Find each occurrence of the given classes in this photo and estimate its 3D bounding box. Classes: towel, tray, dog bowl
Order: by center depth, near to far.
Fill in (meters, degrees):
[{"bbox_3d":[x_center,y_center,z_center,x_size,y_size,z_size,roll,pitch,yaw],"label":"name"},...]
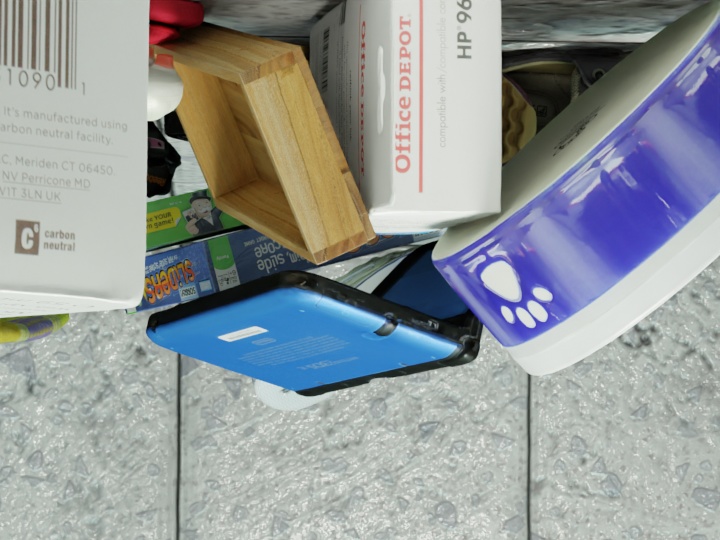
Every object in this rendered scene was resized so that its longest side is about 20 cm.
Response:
[{"bbox_3d":[-0.052,-0.069,1.171,0.037,0.099,0.200,-25,-164,-13],"label":"tray"},{"bbox_3d":[0.133,-0.042,1.172,0.200,0.079,0.200,-42,-174,5],"label":"dog bowl"},{"bbox_3d":[-0.276,0.034,1.483,0.143,0.023,0.200,0,180,10],"label":"towel"}]

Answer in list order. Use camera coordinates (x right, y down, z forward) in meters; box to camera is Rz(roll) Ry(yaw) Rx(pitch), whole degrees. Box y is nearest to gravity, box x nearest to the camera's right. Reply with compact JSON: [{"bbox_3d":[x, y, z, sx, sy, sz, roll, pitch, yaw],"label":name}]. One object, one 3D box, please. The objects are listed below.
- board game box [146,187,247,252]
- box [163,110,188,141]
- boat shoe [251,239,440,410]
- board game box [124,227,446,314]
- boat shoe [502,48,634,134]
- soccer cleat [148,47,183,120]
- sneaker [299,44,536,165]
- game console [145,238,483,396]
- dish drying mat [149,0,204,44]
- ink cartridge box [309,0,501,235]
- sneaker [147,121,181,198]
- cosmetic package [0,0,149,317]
[{"bbox_3d":[-0.064,-0.043,1.457,0.200,0.029,0.135,-14,180,-20],"label":"board game box"},{"bbox_3d":[0.003,-0.100,1.515,0.193,0.048,0.200,-4,175,26],"label":"box"},{"bbox_3d":[0.010,0.020,1.509,0.200,0.062,0.072,-28,134,19],"label":"boat shoe"},{"bbox_3d":[-0.037,-0.017,1.463,0.200,0.035,0.135,-15,-179,-29],"label":"board game box"},{"bbox_3d":[0.139,-0.094,1.354,0.200,0.072,0.065,6,-174,35],"label":"boat shoe"},{"bbox_3d":[-0.159,-0.082,1.208,0.069,0.078,0.200,3,-176,-42],"label":"soccer cleat"},{"bbox_3d":[0.005,-0.096,1.365,0.200,0.075,0.090,9,178,7],"label":"sneaker"},{"bbox_3d":[0.000,0.000,1.322,0.171,0.118,0.200,20,162,-25],"label":"game console"},{"bbox_3d":[-0.182,-0.131,1.162,0.200,0.018,0.077,2,178,-34],"label":"dish drying mat"},{"bbox_3d":[0.024,-0.080,1.164,0.068,0.116,0.200,0,178,-11],"label":"ink cartridge box"},{"bbox_3d":[-0.159,-0.078,1.437,0.086,0.080,0.200,30,-167,8],"label":"sneaker"},{"bbox_3d":[-0.210,-0.064,0.968,0.165,0.165,0.200,4,173,-40],"label":"cosmetic package"}]
